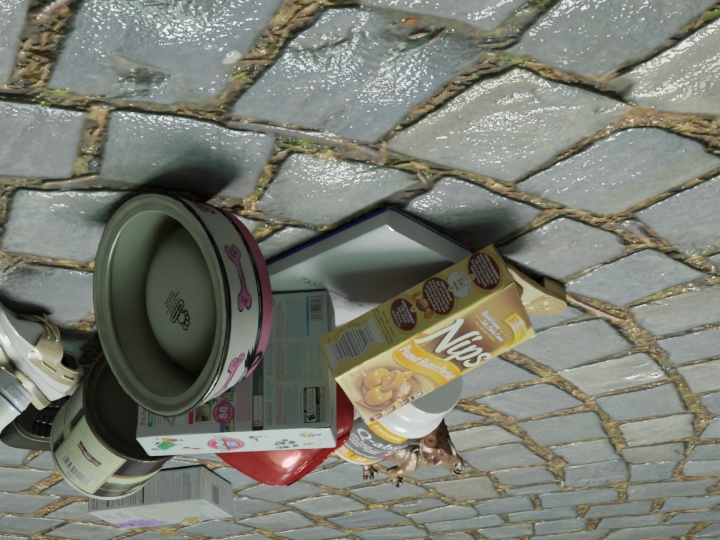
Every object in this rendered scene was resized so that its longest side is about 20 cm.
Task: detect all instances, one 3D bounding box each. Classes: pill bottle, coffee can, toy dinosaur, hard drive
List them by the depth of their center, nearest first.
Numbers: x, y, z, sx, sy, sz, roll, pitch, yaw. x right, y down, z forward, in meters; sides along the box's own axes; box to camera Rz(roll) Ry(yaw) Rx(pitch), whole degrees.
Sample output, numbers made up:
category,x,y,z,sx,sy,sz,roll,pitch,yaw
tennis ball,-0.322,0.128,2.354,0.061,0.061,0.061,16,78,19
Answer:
category,x,y,z,sx,sy,sz,roll,pitch,yaw
hard drive,0.000,0.000,1.383,0.199,0.026,0.131,-23,144,39
coffee can,-0.283,0.181,1.639,0.145,0.148,0.200,6,157,-23
pill bottle,0.037,0.159,1.670,0.115,0.118,0.200,8,156,-25
toy dinosaur,0.051,0.238,1.919,0.197,0.087,0.136,14,146,1

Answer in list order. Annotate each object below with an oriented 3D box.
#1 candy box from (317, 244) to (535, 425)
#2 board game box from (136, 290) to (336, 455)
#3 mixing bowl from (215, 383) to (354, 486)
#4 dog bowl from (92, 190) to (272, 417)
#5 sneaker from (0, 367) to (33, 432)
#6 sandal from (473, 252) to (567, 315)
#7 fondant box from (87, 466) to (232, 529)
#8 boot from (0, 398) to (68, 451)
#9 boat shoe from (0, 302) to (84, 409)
category,x,y,z,sx,sy,sz,roll,pitch,yaw
candy box,0.068,0.066,1.361,0.198,0.056,0.116,-28,146,3
board game box,-0.125,0.107,1.402,0.197,0.149,0.064,-3,156,5
mixing bowl,-0.081,0.179,1.586,0.199,0.109,0.200,-36,169,-9
dog bowl,-0.158,0.027,1.239,0.073,0.203,0.199,-6,166,-46
sneaker,-0.433,0.128,1.497,0.199,0.071,0.073,14,146,54
sandal,0.145,0.037,1.450,0.210,0.071,0.077,15,152,-37
fondant box,-0.321,0.370,2.206,0.197,0.059,0.144,-7,158,13
boot,-0.382,0.220,1.833,0.198,0.078,0.138,23,153,-22
boat shoe,-0.363,0.078,1.491,0.068,0.075,0.201,-29,151,-8
